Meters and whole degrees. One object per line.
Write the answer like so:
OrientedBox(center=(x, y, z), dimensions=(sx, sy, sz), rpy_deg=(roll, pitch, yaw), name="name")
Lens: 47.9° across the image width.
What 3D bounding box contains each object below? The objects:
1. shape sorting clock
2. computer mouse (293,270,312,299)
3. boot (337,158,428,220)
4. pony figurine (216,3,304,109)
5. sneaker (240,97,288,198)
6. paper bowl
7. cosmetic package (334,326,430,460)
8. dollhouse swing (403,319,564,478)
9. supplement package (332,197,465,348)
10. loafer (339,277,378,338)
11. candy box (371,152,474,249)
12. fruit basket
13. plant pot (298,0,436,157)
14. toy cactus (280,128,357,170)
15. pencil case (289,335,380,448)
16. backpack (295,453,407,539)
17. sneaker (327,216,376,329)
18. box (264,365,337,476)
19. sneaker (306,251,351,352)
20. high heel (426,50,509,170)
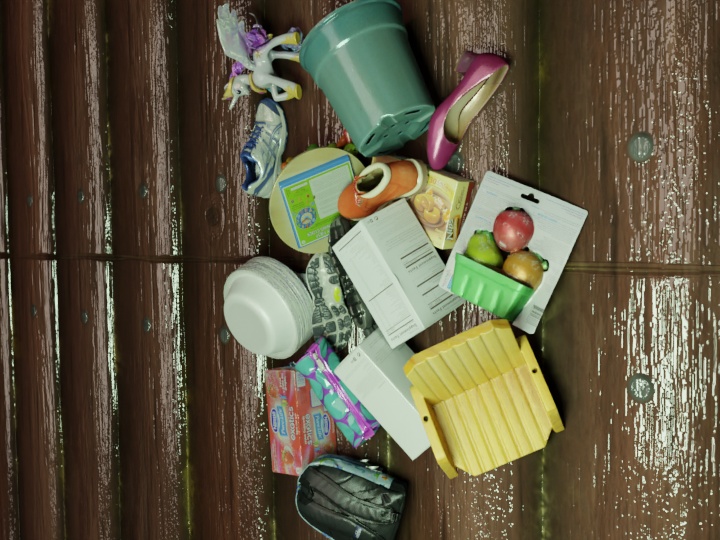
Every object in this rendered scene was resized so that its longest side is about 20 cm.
OrientedBox(center=(-0.071, -0.126, 1.467), dimensions=(0.039, 0.196, 0.204), rpy_deg=(46, 124, 59), name="shape sorting clock")
OrientedBox(center=(-0.152, 0.033, 1.653), dimensions=(0.197, 0.043, 0.113), rpy_deg=(-3, 89, 44), name="computer mouse")
OrientedBox(center=(0.010, -0.137, 1.369), dimensions=(0.198, 0.106, 0.077), rpy_deg=(-25, 79, 45), name="boot")
OrientedBox(center=(-0.199, -0.424, 1.614), dimensions=(0.196, 0.166, 0.198), rpy_deg=(3, 98, 27), name="pony figurine")
OrientedBox(center=(-0.202, -0.252, 1.654), dimensions=(0.074, 0.087, 0.205), rpy_deg=(0, 91, 45), name="sneaker")
OrientedBox(center=(-0.192, 0.084, 1.607), dimensions=(0.198, 0.104, 0.204), rpy_deg=(23, 132, 28), name="paper bowl")
OrientedBox(center=(0.065, 0.200, 1.369), dimensions=(0.201, 0.107, 0.085), rpy_deg=(49, 125, 6), name="cosmetic package")
OrientedBox(center=(0.180, 0.195, 1.200), dimensions=(0.197, 0.176, 0.185), rpy_deg=(-24, 73, 8), name="dollhouse swing")
OrientedBox(center=(0.063, 0.006, 1.353), dimensions=(0.202, 0.109, 0.113), rpy_deg=(59, 144, 4), name="supplement package")
OrientedBox(center=(0.017, 0.064, 1.491), dimensions=(0.072, 0.062, 0.203), rpy_deg=(91, 157, -68), name="loafer")
OrientedBox(center=(0.095, -0.124, 1.397), dimensions=(0.198, 0.055, 0.118), rpy_deg=(27, 110, 40), name="candy box")
OrientedBox(center=(0.234, -0.030, 1.261), dimensions=(0.183, 0.093, 0.203), rpy_deg=(26, 90, 31), name="fruit basket")
OrientedBox(center=(0.023, -0.314, 1.364), dimensions=(0.199, 0.198, 0.199), rpy_deg=(-38, 71, 38), name="plant pot")
OrientedBox(center=(-0.064, -0.165, 1.535), dimensions=(0.198, 0.102, 0.168), rpy_deg=(-26, 84, 32), name="toy cactus")
OrientedBox(center=(-0.040, 0.224, 1.497), dimensions=(0.085, 0.093, 0.201), rpy_deg=(-38, 82, -8), name="pencil case")
OrientedBox(center=(-0.023, 0.419, 1.480), dimensions=(0.195, 0.154, 0.167), rpy_deg=(15, 102, 3), name="backpack")
OrientedBox(center=(0.000, 0.000, 1.439), dimensions=(0.075, 0.078, 0.204), rpy_deg=(-20, 87, 64), name="sneaker")
OrientedBox(center=(-0.116, 0.289, 1.596), dimensions=(0.093, 0.101, 0.205), rpy_deg=(-5, 90, 44), name="box")
OrientedBox(center=(-0.059, 0.059, 1.554), dimensions=(0.076, 0.080, 0.205), rpy_deg=(-5, 105, 0), name="sneaker")
OrientedBox(center=(0.169, -0.252, 1.305), dimensions=(0.096, 0.066, 0.204), rpy_deg=(32, 111, 49), name="high heel")
